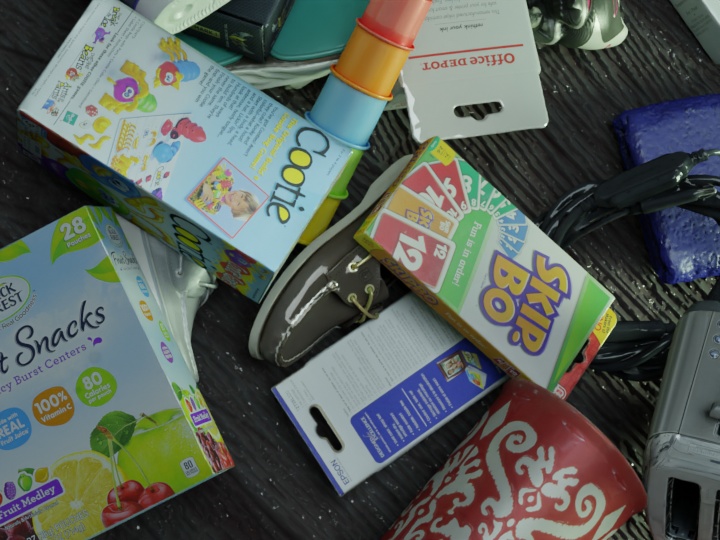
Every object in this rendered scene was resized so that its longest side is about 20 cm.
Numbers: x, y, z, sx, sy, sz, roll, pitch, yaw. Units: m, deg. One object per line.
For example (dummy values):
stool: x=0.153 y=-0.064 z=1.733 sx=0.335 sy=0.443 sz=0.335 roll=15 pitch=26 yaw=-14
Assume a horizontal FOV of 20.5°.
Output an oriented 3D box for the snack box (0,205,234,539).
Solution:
snack box: x=-0.205 y=0.081 z=1.342 sx=0.168 sy=0.068 sz=0.201 roll=-28 pitch=85 yaw=9

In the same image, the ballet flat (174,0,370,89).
ballet flat: x=-0.077 y=-0.156 z=1.460 sx=0.199 sy=0.069 sz=0.070 roll=-15 pitch=83 yaw=-11

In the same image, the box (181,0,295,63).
box: x=-0.102 y=-0.265 z=1.449 sx=0.157 sy=0.051 sz=0.201 roll=21 pitch=66 yaw=8

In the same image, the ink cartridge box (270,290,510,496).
ink cartridge box: x=0.035 y=0.074 z=1.464 sx=0.200 sy=0.037 sz=0.095 roll=-33 pitch=90 yaw=-22

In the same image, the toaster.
toaster: x=0.265 y=0.125 z=1.439 sx=0.113 sy=0.200 sz=0.130 roll=15 pitch=59 yaw=15

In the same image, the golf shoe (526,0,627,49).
golf shoe: x=0.160 y=-0.266 z=1.561 sx=0.088 sy=0.077 sz=0.201 roll=10 pitch=70 yaw=-42

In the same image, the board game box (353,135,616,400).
board game box: x=0.097 y=0.004 z=1.436 sx=0.200 sy=0.030 sz=0.096 roll=42 pitch=68 yaw=-14

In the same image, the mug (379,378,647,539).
mug: x=0.104 y=0.208 z=1.409 sx=0.178 sy=0.133 sz=0.200 roll=46 pitch=74 yaw=-1

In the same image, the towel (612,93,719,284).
towel: x=0.305 y=-0.070 z=1.569 sx=0.199 sy=0.050 sz=0.148 roll=-9 pitch=75 yaw=-17

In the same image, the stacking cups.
stacking cups: x=-0.005 y=-0.115 z=1.428 sx=0.060 sy=0.061 sz=0.201 roll=28 pitch=104 yaw=-9

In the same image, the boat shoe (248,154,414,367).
boat shoe: x=0.000 y=0.000 z=1.444 sx=0.059 sy=0.072 sz=0.200 roll=34 pitch=65 yaw=21

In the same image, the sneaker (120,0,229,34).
sneaker: x=-0.108 y=-0.267 z=1.377 sx=0.200 sy=0.081 sz=0.147 roll=-35 pitch=75 yaw=-10

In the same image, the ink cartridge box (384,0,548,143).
ink cartridge box: x=0.064 y=-0.191 z=1.508 sx=0.115 sy=0.068 sz=0.201 roll=-8 pitch=81 yaw=-17

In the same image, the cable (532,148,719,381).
cable: x=0.214 y=0.004 z=1.493 sx=0.199 sy=0.051 sz=0.164 roll=-25 pitch=107 yaw=14

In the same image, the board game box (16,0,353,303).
board game box: x=-0.121 y=-0.081 z=1.348 sx=0.200 sy=0.103 sz=0.105 roll=33 pitch=74 yaw=-1

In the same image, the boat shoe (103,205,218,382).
boat shoe: x=-0.137 y=-0.005 z=1.416 sx=0.068 sy=0.072 sz=0.201 roll=-12 pitch=73 yaw=-13

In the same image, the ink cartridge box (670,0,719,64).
ink cartridge box: x=0.296 y=-0.291 z=1.607 sx=0.160 sy=0.047 sz=0.200 roll=-36 pitch=93 yaw=-19
